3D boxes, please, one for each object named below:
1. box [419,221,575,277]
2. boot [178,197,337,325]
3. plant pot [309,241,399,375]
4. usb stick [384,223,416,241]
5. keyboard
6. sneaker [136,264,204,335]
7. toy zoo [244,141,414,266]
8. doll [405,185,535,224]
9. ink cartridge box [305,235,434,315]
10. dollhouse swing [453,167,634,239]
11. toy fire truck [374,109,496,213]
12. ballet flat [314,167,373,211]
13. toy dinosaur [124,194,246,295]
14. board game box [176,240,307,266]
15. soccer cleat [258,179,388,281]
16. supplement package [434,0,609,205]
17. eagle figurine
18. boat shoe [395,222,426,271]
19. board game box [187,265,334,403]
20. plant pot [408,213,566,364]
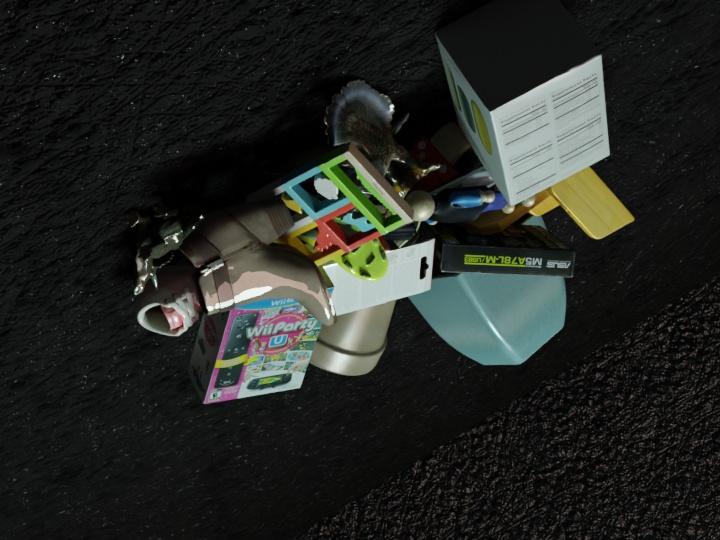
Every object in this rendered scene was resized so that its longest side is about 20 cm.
[{"bbox_3d":[0.194,-0.034,1.852,0.192,0.048,0.200,0,-168,-7],"label":"box"},{"bbox_3d":[-0.128,0.011,1.541,0.146,0.201,0.070,-31,-164,-18],"label":"boot"},{"bbox_3d":[-0.022,0.029,1.916,0.199,0.200,0.174,-5,134,-49],"label":"plant pot"},{"bbox_3d":[0.007,-0.066,1.875,0.199,0.056,0.033,-3,139,-48],"label":"usb stick"},{"bbox_3d":[0.128,-0.109,1.715,0.199,0.011,0.056,-27,155,-3],"label":"keyboard"},{"bbox_3d":[-0.205,0.036,1.670,0.199,0.105,0.076,-9,123,15],"label":"sneaker"},{"bbox_3d":[-0.051,-0.071,1.568,0.199,0.021,0.131,-25,125,32],"label":"toy zoo"},{"bbox_3d":[0.135,-0.088,1.673,0.199,0.049,0.136,-9,174,-41],"label":"doll"},{"bbox_3d":[0.000,0.000,1.748,0.199,0.050,0.109,-14,139,-15],"label":"ink cartridge box"},{"bbox_3d":[0.258,-0.081,1.896,0.176,0.182,0.200,-49,-155,-6],"label":"dollhouse swing"},{"bbox_3d":[0.091,-0.122,1.799,0.200,0.129,0.176,-43,158,10],"label":"toy fire truck"},{"bbox_3d":[-0.056,-0.072,1.759,0.200,0.072,0.072,-36,160,20],"label":"ballet flat"},{"bbox_3d":[-0.230,-0.055,1.583,0.200,0.077,0.102,-37,172,9],"label":"toy dinosaur"},{"bbox_3d":[-0.150,-0.001,1.739,0.158,0.039,0.200,29,126,-34],"label":"board game box"},{"bbox_3d":[-0.048,-0.055,1.665,0.065,0.200,0.084,-58,-167,-6],"label":"soccer cleat"},{"bbox_3d":[0.204,-0.219,1.573,0.150,0.152,0.200,-27,147,-3],"label":"supplement package"},{"bbox_3d":[-0.002,-0.152,1.596,0.199,0.151,0.153,23,88,-28],"label":"eagle figurine"},{"bbox_3d":[0.123,-0.063,2.020,0.074,0.075,0.202,-13,155,-38],"label":"boat shoe"},{"bbox_3d":[-0.133,0.080,1.670,0.147,0.064,0.201,-8,137,-28],"label":"board game box"},{"bbox_3d":[0.221,0.045,2.083,0.195,0.201,0.196,-36,-167,-26],"label":"plant pot"}]
